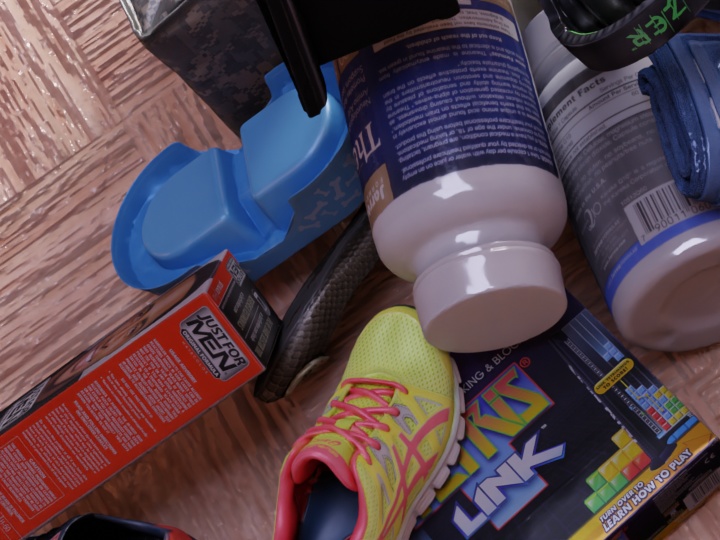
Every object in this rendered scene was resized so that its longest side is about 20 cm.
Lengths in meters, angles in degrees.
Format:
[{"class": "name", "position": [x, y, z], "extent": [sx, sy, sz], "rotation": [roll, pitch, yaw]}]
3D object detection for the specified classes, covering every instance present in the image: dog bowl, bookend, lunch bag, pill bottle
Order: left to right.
[{"class": "lunch bag", "position": [-0.095, -0.207, 1.535], "extent": [0.117, 0.164, 0.200], "rotation": [-32, 57, 9]}, {"class": "dog bowl", "position": [-0.065, -0.051, 1.479], "extent": [0.200, 0.050, 0.112], "rotation": [-35, 42, 22]}, {"class": "bookend", "position": [0.025, -0.209, 1.323], "extent": [0.200, 0.092, 0.199], "rotation": [-23, 41, -2]}, {"class": "pill bottle", "position": [0.054, -0.060, 1.354], "extent": [0.111, 0.111, 0.200], "rotation": [-19, 64, 12]}, {"class": "pill bottle", "position": [0.166, -0.063, 1.383], "extent": [0.114, 0.114, 0.200], "rotation": [-26, 57, 8]}]

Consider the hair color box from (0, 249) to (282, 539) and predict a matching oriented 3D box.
[{"class": "hair color box", "position": [-0.145, 0.077, 1.410], "extent": [0.200, 0.102, 0.061], "rotation": [-35, 100, 11]}]

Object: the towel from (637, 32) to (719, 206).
[{"class": "towel", "position": [0.257, -0.083, 1.327], "extent": [0.200, 0.049, 0.112], "rotation": [1, 53, -22]}]

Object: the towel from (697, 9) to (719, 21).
[{"class": "towel", "position": [0.177, -0.246, 1.484], "extent": [0.147, 0.024, 0.200], "rotation": [9, 60, -21]}]

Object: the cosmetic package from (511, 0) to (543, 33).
[{"class": "cosmetic package", "position": [0.072, -0.190, 1.513], "extent": [0.103, 0.073, 0.200], "rotation": [8, 67, 26]}]

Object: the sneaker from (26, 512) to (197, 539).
[{"class": "sneaker", "position": [-0.179, 0.177, 1.414], "extent": [0.200, 0.085, 0.075], "rotation": [-9, 61, 18]}]

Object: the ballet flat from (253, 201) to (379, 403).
[{"class": "ballet flat", "position": [0.000, 0.000, 1.457], "extent": [0.046, 0.067, 0.200], "rotation": [35, 76, -9]}]

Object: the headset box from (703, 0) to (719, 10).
[{"class": "headset box", "position": [0.303, -0.220, 1.370], "extent": [0.200, 0.149, 0.077], "rotation": [8, 25, 15]}]

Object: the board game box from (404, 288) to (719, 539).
[{"class": "board game box", "position": [0.083, 0.117, 1.356], "extent": [0.200, 0.057, 0.165], "rotation": [-42, 57, -3]}]

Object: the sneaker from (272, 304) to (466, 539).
[{"class": "sneaker", "position": [0.000, 0.103, 1.312], "extent": [0.078, 0.090, 0.200], "rotation": [3, 63, 26]}]

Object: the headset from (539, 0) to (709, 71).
[{"class": "headset", "position": [0.162, -0.172, 1.332], "extent": [0.123, 0.094, 0.200], "rotation": [-44, 24, 16]}]
